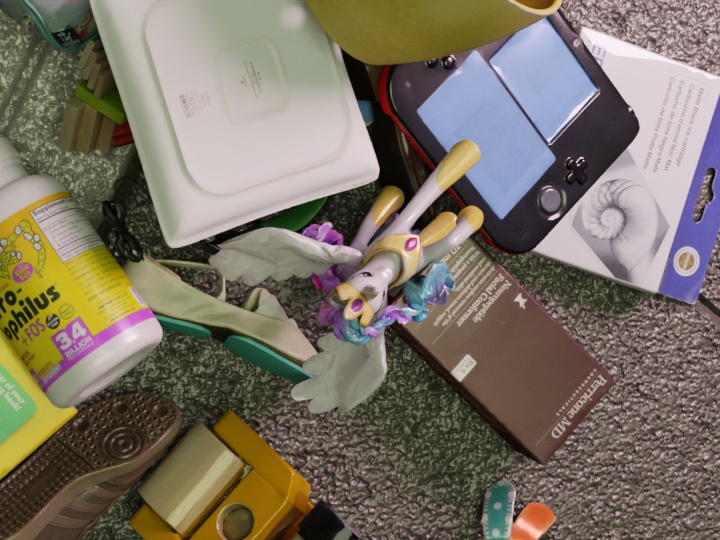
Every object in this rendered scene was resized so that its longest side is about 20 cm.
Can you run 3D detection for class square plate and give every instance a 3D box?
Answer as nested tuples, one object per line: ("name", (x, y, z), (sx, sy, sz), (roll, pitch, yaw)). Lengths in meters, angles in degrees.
("square plate", (-0.087, -0.140, 1.281), (0.197, 0.028, 0.202), (-20, 95, -31))

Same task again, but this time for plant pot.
("plant pot", (0.036, -0.237, 1.271), (0.142, 0.200, 0.200), (-34, 106, 29))

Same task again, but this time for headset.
("headset", (-0.106, -0.053, 1.336), (0.198, 0.094, 0.124), (-8, 137, -23))

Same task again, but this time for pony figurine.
("pony figurine", (0.000, 0.000, 1.307), (0.167, 0.193, 0.200), (51, 51, -9))

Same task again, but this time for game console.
("game console", (0.123, -0.134, 1.380), (0.177, 0.031, 0.200), (-44, 111, -13))

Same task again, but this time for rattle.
("rattle", (0.096, 0.276, 1.425), (0.199, 0.143, 0.131), (-36, 85, -2))

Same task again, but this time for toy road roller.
("toy road roller", (-0.079, 0.226, 1.396), (0.200, 0.146, 0.123), (41, 85, 23))

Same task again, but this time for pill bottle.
("pill bottle", (-0.248, -0.001, 1.306), (0.104, 0.104, 0.201), (-35, 85, -8))

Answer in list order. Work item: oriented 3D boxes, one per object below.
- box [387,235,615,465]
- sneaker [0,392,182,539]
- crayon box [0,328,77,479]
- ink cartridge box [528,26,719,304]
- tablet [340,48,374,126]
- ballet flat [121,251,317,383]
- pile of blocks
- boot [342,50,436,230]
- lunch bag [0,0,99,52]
("box", (0.110, 0.061, 1.437), (0.200, 0.075, 0.100), (44, 84, -16))
("sneaker", (-0.231, 0.174, 1.370), (0.199, 0.070, 0.076), (-33, 147, -24))
("crayon box", (-0.353, 0.090, 1.326), (0.172, 0.058, 0.200), (-41, 104, -8))
("ink cartridge box", (0.244, -0.087, 1.471), (0.198, 0.041, 0.201), (16, 91, -16))
("tablet", (-0.007, -0.228, 1.373), (0.130, 0.014, 0.200), (-45, 124, -9))
("ballet flat", (-0.109, 0.034, 1.384), (0.198, 0.069, 0.070), (22, 90, -15))
("pile of blocks", (-0.166, -0.170, 1.303), (0.062, 0.082, 0.201), (30, 107, 10))
("boot", (0.098, -0.150, 1.420), (0.199, 0.064, 0.188), (-29, 119, -22))
("lunch bag", (-0.203, -0.266, 1.268), (0.077, 0.160, 0.200), (37, 82, 13))
